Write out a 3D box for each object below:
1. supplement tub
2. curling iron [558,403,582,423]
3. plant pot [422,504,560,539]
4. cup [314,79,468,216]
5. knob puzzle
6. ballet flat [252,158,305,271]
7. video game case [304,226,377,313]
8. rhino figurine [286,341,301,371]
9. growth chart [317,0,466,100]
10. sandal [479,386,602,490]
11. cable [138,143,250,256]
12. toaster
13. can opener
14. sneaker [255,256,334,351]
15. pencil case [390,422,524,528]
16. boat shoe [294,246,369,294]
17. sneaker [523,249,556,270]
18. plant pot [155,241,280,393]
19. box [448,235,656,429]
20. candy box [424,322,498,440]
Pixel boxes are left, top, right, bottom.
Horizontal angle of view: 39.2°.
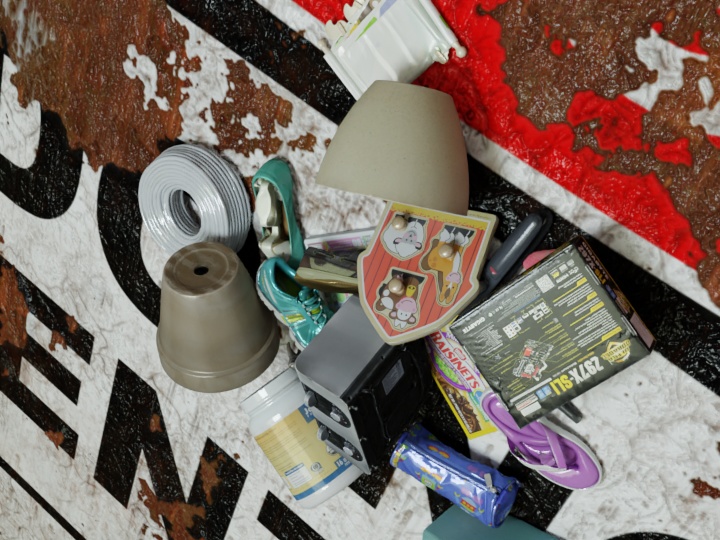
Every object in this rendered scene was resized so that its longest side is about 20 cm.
[{"bbox_3d":[-0.089,0.261,1.619,0.144,0.144,0.201,-35,90,44],"label":"supplement tub"},{"bbox_3d":[0.230,0.132,1.378,0.200,0.025,0.050,50,136,6],"label":"curling iron"},{"bbox_3d":[0.192,0.449,1.506,0.199,0.141,0.143,26,127,34],"label":"plant pot"},{"bbox_3d":[0.053,-0.159,1.276,0.199,0.200,0.145,15,95,32],"label":"cup"},{"bbox_3d":[0.071,0.001,1.340,0.218,0.030,0.222,-13,63,26],"label":"knob puzzle"},{"bbox_3d":[-0.130,-0.067,1.530,0.067,0.070,0.202,9,118,32],"label":"ballet flat"},{"bbox_3d":[0.001,0.038,1.517,0.142,0.018,0.202,-6,109,40],"label":"video game case"},{"bbox_3d":[-0.037,0.176,1.562,0.199,0.087,0.060,39,142,6],"label":"rhino figurine"},{"bbox_3d":[0.032,-0.295,1.316,0.199,0.018,0.146,-29,93,44],"label":"growth chart"},{"bbox_3d":[0.241,0.241,1.390,0.202,0.050,0.083,39,125,2],"label":"sandal"},{"bbox_3d":[-0.268,-0.103,1.621,0.200,0.069,0.201,44,132,11],"label":"cable"},{"bbox_3d":[0.013,0.149,1.418,0.118,0.200,0.182,23,148,32],"label":"toaster"},{"bbox_3d":[0.182,-0.005,1.318,0.079,0.063,0.200,46,133,10],"label":"can opener"},{"bbox_3d":[-0.081,0.061,1.514,0.200,0.077,0.080,43,148,5],"label":"sneaker"},{"bbox_3d":[0.140,0.302,1.503,0.199,0.078,0.087,27,156,24],"label":"pencil case"},{"bbox_3d":[0.000,0.000,1.438,0.198,0.073,0.066,7,78,19],"label":"boat shoe"},{"bbox_3d":[0.247,0.064,1.291,0.086,0.074,0.203,2,106,22],"label":"sneaker"},{"bbox_3d":[-0.231,0.058,1.561,0.199,0.200,0.175,25,143,26],"label":"plant pot"},{"bbox_3d":[0.230,0.078,1.234,0.199,0.049,0.160,-37,91,28],"label":"box"},{"bbox_3d":[0.148,0.142,1.450,0.102,0.026,0.201,-28,94,40],"label":"candy box"}]
